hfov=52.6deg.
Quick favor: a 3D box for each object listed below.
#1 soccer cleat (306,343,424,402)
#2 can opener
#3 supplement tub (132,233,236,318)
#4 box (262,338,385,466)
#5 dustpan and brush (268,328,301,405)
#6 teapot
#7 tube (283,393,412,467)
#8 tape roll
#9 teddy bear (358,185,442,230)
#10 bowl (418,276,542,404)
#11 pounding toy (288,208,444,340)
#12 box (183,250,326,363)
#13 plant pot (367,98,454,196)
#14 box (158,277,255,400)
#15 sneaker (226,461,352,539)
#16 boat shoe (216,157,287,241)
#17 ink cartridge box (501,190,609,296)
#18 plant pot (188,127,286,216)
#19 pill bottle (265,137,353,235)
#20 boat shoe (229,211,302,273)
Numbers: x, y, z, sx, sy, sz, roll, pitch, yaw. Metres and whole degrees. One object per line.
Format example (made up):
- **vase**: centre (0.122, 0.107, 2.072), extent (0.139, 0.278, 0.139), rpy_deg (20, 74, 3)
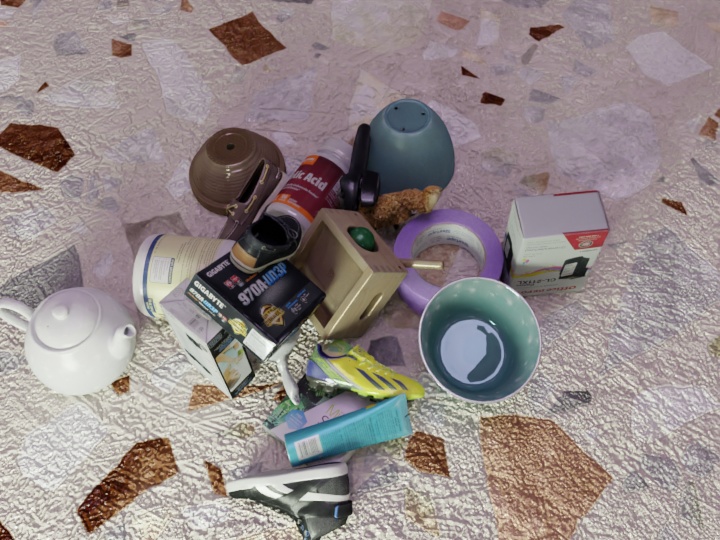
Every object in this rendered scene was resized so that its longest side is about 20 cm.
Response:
- **soccer cleat**: centre (0.009, 0.163, 1.165), extent (0.196, 0.065, 0.085), rpy_deg (9, 77, 11)
- **can opener**: centre (-0.002, -0.186, 1.339), extent (0.077, 0.064, 0.203), rpy_deg (8, 51, -4)
- **supplement tub**: centre (-0.280, 0.016, 1.272), extent (0.196, 0.146, 0.147), rpy_deg (5, 58, 6)
- **box**: centre (-0.044, 0.224, 1.194), extent (0.143, 0.037, 0.200), rpy_deg (33, 64, 21)
- **dustpan and brush**: centre (-0.136, 0.120, 1.190), extent (0.138, 0.057, 0.202), rpy_deg (-11, 66, -50)
- **teapot**: centre (-0.487, 0.101, 1.229), extent (0.198, 0.147, 0.199), rpy_deg (-28, 60, -13)
- **tube**: centre (-0.018, 0.249, 1.121), extent (0.196, 0.079, 0.051), rpy_deg (-16, 32, -4)
- **tape roll**: centre (0.156, -0.011, 1.314), extent (0.196, 0.066, 0.203), rpy_deg (-1, 58, 1)
- **teddy bear**: centre (0.058, -0.120, 1.342), extent (0.197, 0.068, 0.145), rpy_deg (-15, 10, 28)
- **bowl**: centre (0.188, 0.122, 1.191), extent (0.196, 0.105, 0.205), rpy_deg (0, 72, 0)
- **pounding toy**: centre (0.000, 0.000, 1.244), extent (0.141, 0.201, 0.185), rpy_deg (0, 43, -51)
- **box**: centre (-0.155, 0.037, 1.123), extent (0.158, 0.046, 0.200), rpy_deg (41, 27, 3)
- **plant pot**: centre (0.092, -0.254, 1.429), extent (0.196, 0.136, 0.203), rpy_deg (-1, 58, 2)
- **box**: centre (-0.243, 0.115, 1.176), extent (0.116, 0.201, 0.060), rpy_deg (35, 64, 24)
- **sneaker**: centre (-0.108, 0.358, 1.093), extent (0.196, 0.073, 0.114), rpy_deg (-12, 80, 16)
- **boat shoe**: centre (-0.218, -0.119, 1.373), extent (0.201, 0.059, 0.072), rpy_deg (-54, 32, -7)
- **ink cartridge box**: centre (0.324, -0.040, 1.244), extent (0.143, 0.201, 0.084), rpy_deg (-6, 59, -1)
- **plant pot**: centre (-0.249, -0.216, 1.448), extent (0.196, 0.093, 0.204), rpy_deg (-1, 58, 1)
- **pill bottle**: centre (-0.083, -0.149, 1.383), extent (0.113, 0.115, 0.201), rpy_deg (25, 62, 17)
- **boat shoe**: centre (-0.139, -0.055, 1.164), extent (0.074, 0.063, 0.200), rpy_deg (38, 26, 6)
